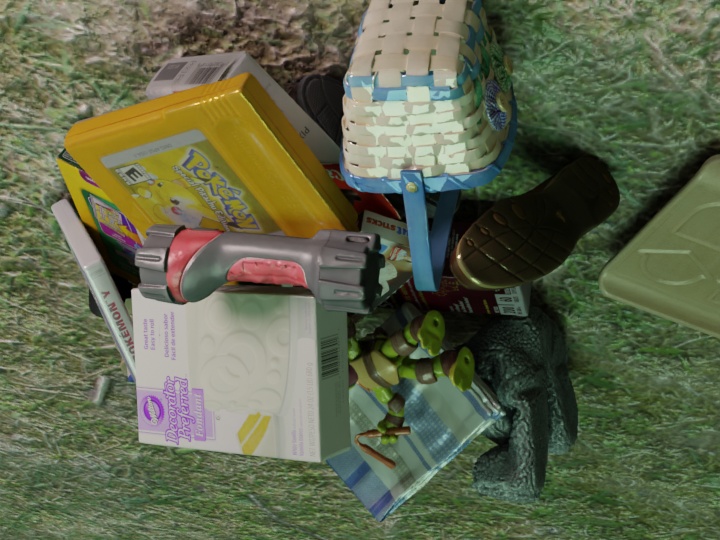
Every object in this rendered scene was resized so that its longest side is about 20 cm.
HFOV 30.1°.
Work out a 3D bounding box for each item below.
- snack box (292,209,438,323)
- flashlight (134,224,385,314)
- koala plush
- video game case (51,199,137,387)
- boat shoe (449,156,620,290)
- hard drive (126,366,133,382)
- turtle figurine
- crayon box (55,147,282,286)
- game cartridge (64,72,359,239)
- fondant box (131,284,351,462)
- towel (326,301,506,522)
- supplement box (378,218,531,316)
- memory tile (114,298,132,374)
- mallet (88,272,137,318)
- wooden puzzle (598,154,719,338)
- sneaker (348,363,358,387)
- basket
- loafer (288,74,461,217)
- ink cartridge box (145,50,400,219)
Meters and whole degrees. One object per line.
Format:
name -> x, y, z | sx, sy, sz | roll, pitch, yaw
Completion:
snack box -> 0.000, 0.000, 1.204 | 0.071, 0.024, 0.200 | 18, 156, -14
flashlight -> -0.081, 0.002, 1.075 | 0.199, 0.068, 0.068 | 7, 140, 21
koala plush -> 0.107, 0.124, 1.397 | 0.199, 0.177, 0.185 | 0, 107, 27
video game case -> -0.247, 0.038, 1.321 | 0.023, 0.200, 0.183 | -26, 116, -12
boat shoe -> 0.144, -0.030, 1.147 | 0.072, 0.200, 0.068 | 56, 141, 3
hard drive -> -0.164, 0.080, 1.439 | 0.131, 0.026, 0.200 | -1, 160, -24
turtle figurine -> 0.030, 0.095, 1.268 | 0.161, 0.064, 0.201 | -15, 111, 40
crayon box -> -0.177, -0.035, 1.277 | 0.199, 0.058, 0.173 | 24, 151, 23
game cartridge -> -0.118, -0.068, 1.084 | 0.199, 0.033, 0.177 | -8, 133, 38
fondant box -> -0.108, 0.088, 1.194 | 0.199, 0.146, 0.058 | 2, -173, 30
towel -> 0.034, 0.143, 1.329 | 0.147, 0.024, 0.200 | 49, 119, 9
supplement box -> 0.061, -0.004, 1.288 | 0.198, 0.061, 0.109 | 3, 161, 14
memory tile -> -0.215, 0.080, 1.553 | 0.152, 0.017, 0.201 | 8, 145, 5
mallet -> -0.196, 0.025, 1.443 | 0.198, 0.041, 0.066 | 6, 127, 1
wooden puzzle -> 0.342, -0.020, 1.223 | 0.184, 0.047, 0.200 | 19, 141, -12
sneaker -> -0.097, 0.075, 1.255 | 0.199, 0.079, 0.096 | -6, 104, 29
basket -> 0.055, -0.107, 1.060 | 0.138, 0.177, 0.201 | 3, 135, 10
loafer -> 0.003, -0.099, 1.185 | 0.199, 0.072, 0.063 | 32, 145, -33
ink cartridge box -> -0.077, -0.100, 1.138 | 0.200, 0.050, 0.162 | 47, 164, -25
